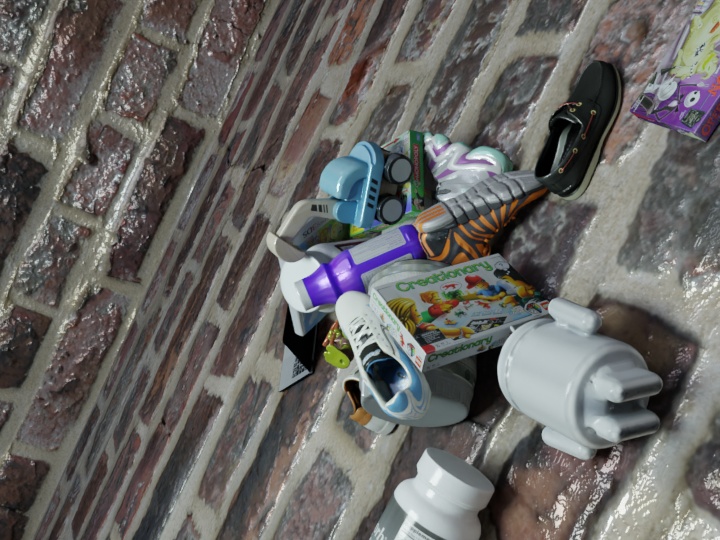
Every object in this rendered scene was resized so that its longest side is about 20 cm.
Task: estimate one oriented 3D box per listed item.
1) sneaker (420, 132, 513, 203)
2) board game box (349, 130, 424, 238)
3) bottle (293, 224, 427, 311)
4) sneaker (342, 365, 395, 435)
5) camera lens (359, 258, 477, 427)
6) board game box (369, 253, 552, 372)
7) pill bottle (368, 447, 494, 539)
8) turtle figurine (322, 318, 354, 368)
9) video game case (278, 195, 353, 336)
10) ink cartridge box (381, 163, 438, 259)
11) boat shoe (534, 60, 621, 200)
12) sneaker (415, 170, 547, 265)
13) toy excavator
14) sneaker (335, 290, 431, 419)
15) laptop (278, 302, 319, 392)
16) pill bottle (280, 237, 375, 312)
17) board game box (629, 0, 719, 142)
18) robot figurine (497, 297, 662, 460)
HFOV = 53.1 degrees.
[{"bbox_3d":[0.132,-0.136,1.143,0.200,0.078,0.140,23,85,47],"label":"sneaker"},{"bbox_3d":[0.040,-0.140,1.219,0.200,0.029,0.135,-18,69,58],"label":"board game box"},{"bbox_3d":[0.000,0.000,1.077,0.199,0.084,0.065,-24,65,-4],"label":"bottle"},{"bbox_3d":[0.017,0.157,1.152,0.073,0.084,0.201,-45,31,37],"label":"sneaker"},{"bbox_3d":[0.082,0.097,0.998,0.160,0.160,0.201,-32,42,47],"label":"camera lens"},{"bbox_3d":[0.128,0.047,0.897,0.126,0.199,0.035,50,145,41],"label":"board game box"},{"bbox_3d":[0.075,0.327,0.874,0.201,0.116,0.116,-63,27,4],"label":"pill bottle"},{"bbox_3d":[-0.001,0.099,1.145,0.200,0.065,0.161,-34,4,25],"label":"turtle figurine"},{"bbox_3d":[-0.070,-0.013,1.276,0.022,0.201,0.182,16,41,32],"label":"video game case"},{"bbox_3d":[0.095,-0.078,1.219,0.117,0.067,0.201,-38,37,41],"label":"ink cartridge box"},{"bbox_3d":[0.293,-0.198,0.971,0.074,0.063,0.202,4,70,64],"label":"boat shoe"},{"bbox_3d":[0.185,-0.064,1.043,0.199,0.112,0.078,-22,25,7],"label":"sneaker"},{"bbox_3d":[-0.039,-0.108,1.122,0.100,0.199,0.195,36,118,57],"label":"toy excavator"},{"bbox_3d":[0.020,0.094,0.885,0.072,0.072,0.200,-41,52,10],"label":"sneaker"},{"bbox_3d":[-0.146,0.113,1.443,0.200,0.116,0.188,-36,39,44],"label":"laptop"},{"bbox_3d":[-0.034,0.008,1.213,0.114,0.200,0.115,6,100,35],"label":"pill bottle"},{"bbox_3d":[0.413,-0.256,0.839,0.201,0.032,0.120,-59,32,12],"label":"board game box"},{"bbox_3d":[0.226,0.118,0.776,0.200,0.112,0.171,-157,68,-62],"label":"robot figurine"}]
